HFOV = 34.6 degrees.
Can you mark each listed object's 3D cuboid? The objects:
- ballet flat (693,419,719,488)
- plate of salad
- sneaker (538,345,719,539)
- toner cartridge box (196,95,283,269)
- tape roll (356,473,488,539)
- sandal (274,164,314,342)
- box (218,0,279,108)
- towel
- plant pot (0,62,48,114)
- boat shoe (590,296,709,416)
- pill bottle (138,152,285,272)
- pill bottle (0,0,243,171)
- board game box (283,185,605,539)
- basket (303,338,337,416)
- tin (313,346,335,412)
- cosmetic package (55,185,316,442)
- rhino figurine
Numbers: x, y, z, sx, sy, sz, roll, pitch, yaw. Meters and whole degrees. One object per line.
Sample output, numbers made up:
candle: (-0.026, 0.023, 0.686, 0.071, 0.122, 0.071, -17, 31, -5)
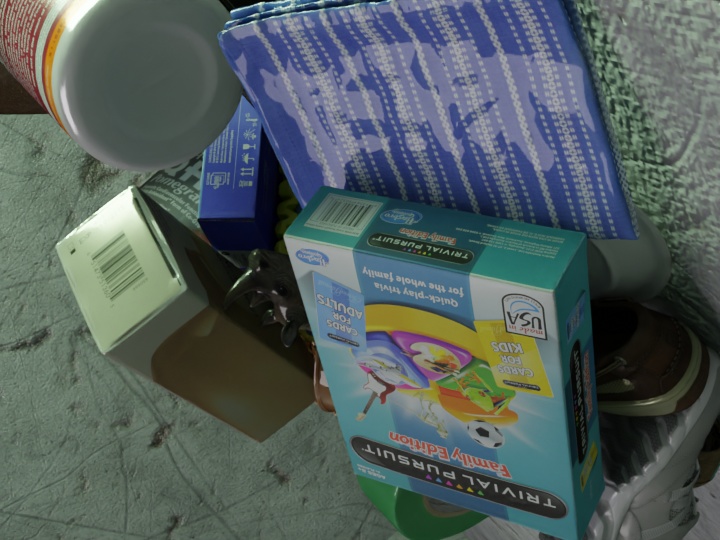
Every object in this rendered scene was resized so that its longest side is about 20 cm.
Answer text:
ballet flat: (0.163, 0.060, 0.758, 0.200, 0.068, 0.072, 47, 151, 10)
plate of salad: (0.082, -0.032, 0.668, 0.200, 0.048, 0.200, 18, 158, 7)
sneaker: (0.178, 0.126, 0.720, 0.082, 0.200, 0.075, 7, -146, -22)
toner cartridge box: (-0.084, -0.110, 0.868, 0.095, 0.043, 0.200, 78, -167, -68)
tape roll: (0.090, 0.113, 0.866, 0.048, 0.200, 0.200, 43, 170, 35)
sandal: (-0.019, -0.045, 0.881, 0.079, 0.087, 0.200, 43, -131, -84)
box: (-0.047, -0.161, 0.732, 0.200, 0.086, 0.164, 49, 171, 1)
towel: (0.028, -0.073, 0.576, 0.200, 0.024, 0.145, 2, 128, 38)
plant pot: (-0.228, -0.201, 0.911, 0.187, 0.200, 0.187, 161, 90, -87)
boat shoe: (0.101, 0.050, 0.693, 0.202, 0.075, 0.075, -16, 141, 41)
pill bottle: (-0.118, -0.051, 0.952, 0.111, 0.200, 0.111, 31, 149, 21)
pill bottle: (-0.161, -0.146, 0.704, 0.200, 0.113, 0.113, 40, 168, 47)
board game box: (0.052, 0.055, 0.642, 0.151, 0.047, 0.200, 12, 137, 28)
basket: (0.006, 0.057, 1.078, 0.200, 0.149, 0.143, 35, -178, -39)
tin: (0.019, 0.053, 0.900, 0.042, 0.112, 0.200, 9, -175, 20)
cosmetic package: (-0.112, 0.036, 0.809, 0.105, 0.071, 0.200, 57, -172, 33)
rhino figurine: (0.000, 0.000, 0.775, 0.060, 0.200, 0.088, 34, 133, 51)
